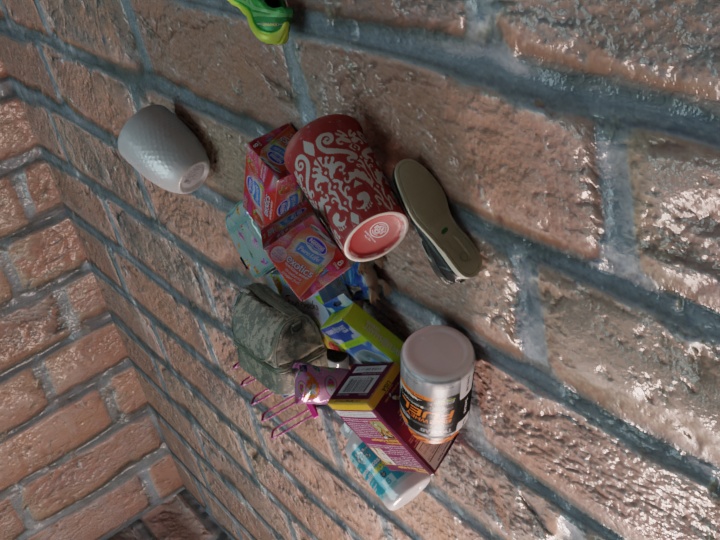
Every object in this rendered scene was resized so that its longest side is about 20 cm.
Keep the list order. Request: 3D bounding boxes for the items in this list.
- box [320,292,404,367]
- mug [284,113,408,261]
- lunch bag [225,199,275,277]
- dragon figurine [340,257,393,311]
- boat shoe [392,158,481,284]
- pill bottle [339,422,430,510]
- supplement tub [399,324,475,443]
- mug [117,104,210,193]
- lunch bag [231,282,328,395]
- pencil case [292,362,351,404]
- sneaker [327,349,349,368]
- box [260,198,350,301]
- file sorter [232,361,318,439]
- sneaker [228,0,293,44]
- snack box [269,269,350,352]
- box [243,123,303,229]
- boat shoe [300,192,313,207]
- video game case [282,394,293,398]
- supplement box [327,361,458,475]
[{"bbox_3d":[0.014,0.130,1.729,0.200,0.048,0.122,40,157,-9],"label":"box"},{"bbox_3d":[0.000,-0.122,1.445,0.133,0.177,0.200,-56,49,35],"label":"mug"},{"bbox_3d":[-0.210,-0.076,1.960,0.161,0.077,0.200,60,155,-2],"label":"lunch bag"},{"bbox_3d":[0.000,0.000,1.675,0.099,0.059,0.200,17,133,55],"label":"dragon figurine"},{"bbox_3d":[0.100,-0.069,1.398,0.200,0.072,0.068,59,151,-3],"label":"boat shoe"},{"bbox_3d":[0.044,0.385,1.952,0.200,0.111,0.111,49,153,22],"label":"pill bottle"},{"bbox_3d":[0.126,0.196,1.579,0.123,0.122,0.200,42,151,33],"label":"supplement tub"},{"bbox_3d":[-0.413,-0.249,2.099,0.175,0.148,0.200,41,180,20],"label":"mug"},{"bbox_3d":[-0.168,0.128,1.888,0.200,0.139,0.168,30,134,48],"label":"lunch bag"},{"bbox_3d":[-0.031,0.221,1.814,0.087,0.200,0.088,-172,90,-72],"label":"pencil case"},{"bbox_3d":[-0.101,0.177,2.037,0.200,0.073,0.085,35,143,39],"label":"sneaker"},{"bbox_3d":[-0.089,-0.036,1.480,0.103,0.095,0.200,56,180,-12],"label":"box"},{"bbox_3d":[-0.203,0.278,2.232,0.200,0.125,0.139,60,176,-2],"label":"file sorter"},{"bbox_3d":[-0.162,-0.442,1.503,0.200,0.074,0.084,52,128,25],"label":"sneaker"},{"bbox_3d":[-0.085,0.068,1.896,0.200,0.068,0.169,5,123,59],"label":"snack box"},{"bbox_3d":[-0.148,-0.158,1.734,0.100,0.095,0.200,51,154,20],"label":"box"},{"bbox_3d":[-0.044,-0.111,1.619,0.201,0.072,0.061,41,137,51],"label":"boat shoe"},{"bbox_3d":[-0.176,0.178,2.091,0.200,0.045,0.181,56,-164,9],"label":"video game case"},{"bbox_3d":[0.060,0.269,1.725,0.200,0.103,0.131,50,148,-21],"label":"supplement box"}]
